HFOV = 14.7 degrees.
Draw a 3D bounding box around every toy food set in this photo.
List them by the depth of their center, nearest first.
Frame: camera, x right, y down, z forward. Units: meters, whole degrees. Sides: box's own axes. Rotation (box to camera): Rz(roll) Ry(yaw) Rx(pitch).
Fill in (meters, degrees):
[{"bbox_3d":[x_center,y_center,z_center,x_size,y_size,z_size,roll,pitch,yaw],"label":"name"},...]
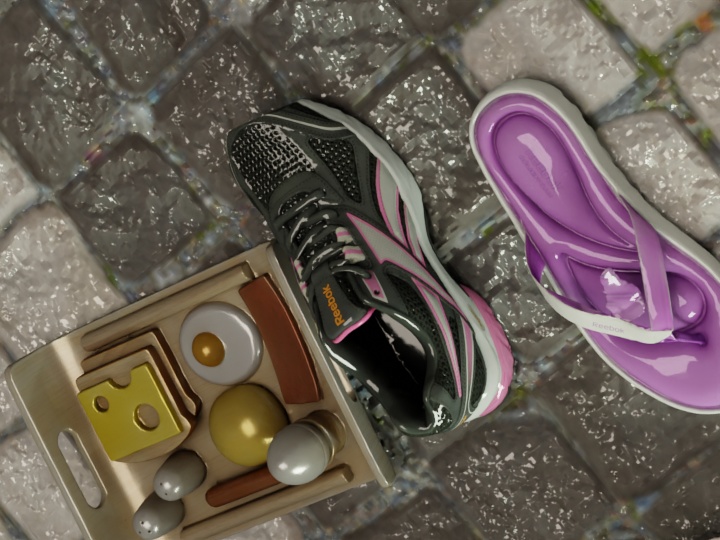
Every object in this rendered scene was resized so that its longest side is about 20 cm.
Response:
[{"bbox_3d":[-0.090,0.083,1.528,0.199,0.060,0.144,-23,97,30],"label":"toy food set"}]

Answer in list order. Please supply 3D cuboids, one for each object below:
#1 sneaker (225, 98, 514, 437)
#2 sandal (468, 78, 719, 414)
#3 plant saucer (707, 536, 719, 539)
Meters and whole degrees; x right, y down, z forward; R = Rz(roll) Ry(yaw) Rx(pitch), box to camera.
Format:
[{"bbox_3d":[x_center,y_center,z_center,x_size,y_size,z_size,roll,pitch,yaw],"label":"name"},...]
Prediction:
[{"bbox_3d":[0.000,0.000,1.440,0.200,0.086,0.080,49,119,3],"label":"sneaker"},{"bbox_3d":[0.120,-0.003,1.402,0.203,0.050,0.082,49,121,2],"label":"sandal"},{"bbox_3d":[0.208,0.230,1.426,0.199,0.032,0.202,1,96,11],"label":"plant saucer"}]
